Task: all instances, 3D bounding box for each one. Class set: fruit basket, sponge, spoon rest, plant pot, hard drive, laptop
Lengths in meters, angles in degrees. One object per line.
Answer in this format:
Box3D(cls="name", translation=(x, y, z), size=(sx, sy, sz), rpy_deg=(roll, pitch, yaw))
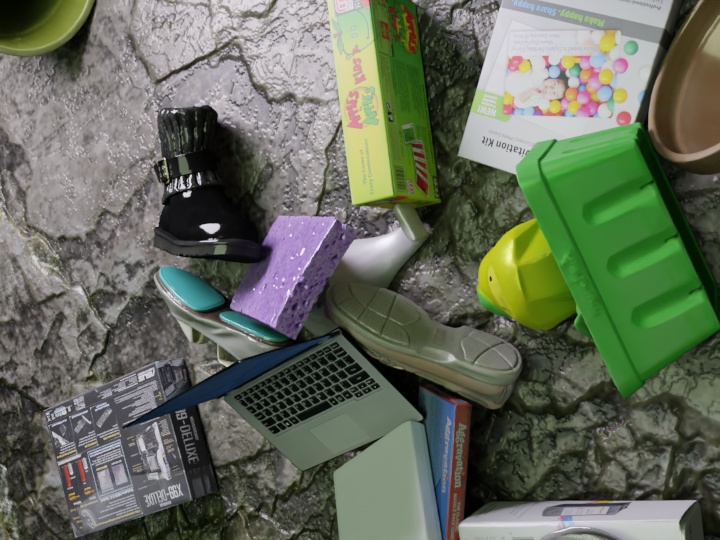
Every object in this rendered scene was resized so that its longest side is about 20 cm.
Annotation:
Box3D(cls="fruit basket", translation=(0.174, -0.004, 0.813), size=(0.212, 0.155, 0.220), rpy_deg=(6, 108, 18))
Box3D(cls="sponge", translation=(-0.071, 0.001, 0.946), size=(0.113, 0.030, 0.200), rpy_deg=(-61, 19, -7))
Box3D(cls="spoon rest", translation=(0.000, 0.000, 0.985), size=(0.199, 0.060, 0.100), rpy_deg=(-38, 74, 39))
Box3D(cls="plant pot", translation=(0.319, -0.153, 0.743), size=(0.092, 0.201, 0.203), rpy_deg=(26, 108, -14))
Box3D(cls="hard drive", translation=(0.027, 0.262, 0.917), size=(0.132, 0.026, 0.203), rpy_deg=(-41, 44, 40))
Box3D(cls="laptop", translation=(-0.079, 0.142, 0.921), size=(0.186, 0.117, 0.200), rpy_deg=(-29, 113, 38))
Box3D(cls="plant pot", translation=(-0.449, -0.376, 1.181), size=(0.189, 0.198, 0.203), rpy_deg=(23, 102, 41))

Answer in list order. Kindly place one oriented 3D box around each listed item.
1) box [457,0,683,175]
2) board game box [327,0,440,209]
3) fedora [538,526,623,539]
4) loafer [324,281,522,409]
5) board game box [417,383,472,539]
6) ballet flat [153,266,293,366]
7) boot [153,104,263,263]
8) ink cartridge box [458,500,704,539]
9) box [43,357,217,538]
Box3D(cls="box", translation=(0.187, -0.178, 0.876), size=(0.154, 0.041, 0.203), rpy_deg=(22, 102, 28))
Box3D(cls="board game box", translation=(0.023, -0.164, 0.936), size=(0.047, 0.101, 0.204), rpy_deg=(-9, 86, 29))
Box3D(cls="fedora", translation=(0.180, 0.312, 0.758), size=(0.177, 0.090, 0.201), rpy_deg=(-42, 74, 25))
Box3D(cls="loafer", translation=(0.052, 0.076, 0.922), size=(0.197, 0.072, 0.064), rpy_deg=(21, 128, 12))
Box3D(cls="board game box", translation=(0.072, 0.217, 0.922), size=(0.019, 0.103, 0.204), rpy_deg=(3, 93, -15))
Box3D(cls="ballet flat", translation=(-0.159, 0.063, 1.067), size=(0.198, 0.067, 0.065), rpy_deg=(28, 111, 27))
Box3D(cls="boot", translation=(-0.165, -0.094, 1.029), size=(0.210, 0.078, 0.161), rpy_deg=(14, 99, 54))
Box3D(cls="ink cartridge box", translation=(0.197, 0.280, 0.847), size=(0.197, 0.085, 0.150), rpy_deg=(-8, 89, 28))
Box3D(cls="box", translation=(-0.272, 0.209, 1.143), size=(0.198, 0.050, 0.160), rpy_deg=(-24, 79, 29))
